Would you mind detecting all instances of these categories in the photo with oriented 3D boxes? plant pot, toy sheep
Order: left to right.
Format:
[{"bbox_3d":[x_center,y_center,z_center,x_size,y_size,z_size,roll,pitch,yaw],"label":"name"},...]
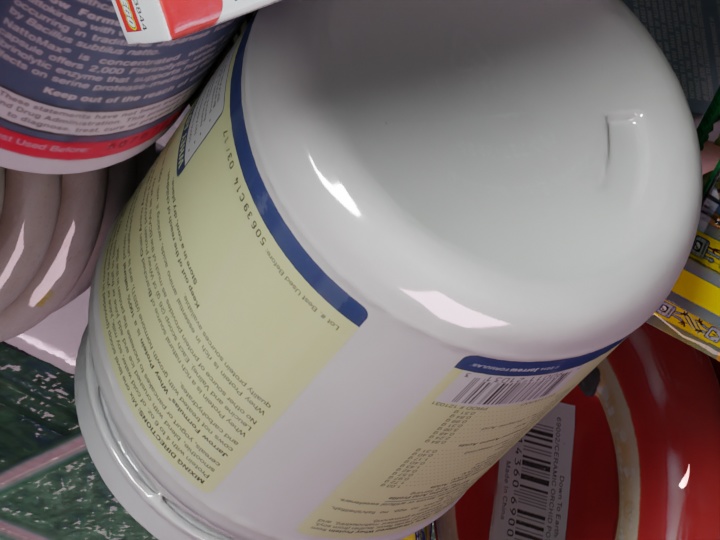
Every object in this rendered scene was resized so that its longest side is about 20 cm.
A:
[{"bbox_3d":[-0.136,-0.037,0.883,0.137,0.139,0.200,-23,-178,29],"label":"toy sheep"},{"bbox_3d":[0.142,0.090,1.037,0.181,0.202,0.200,4,151,-33],"label":"plant pot"}]

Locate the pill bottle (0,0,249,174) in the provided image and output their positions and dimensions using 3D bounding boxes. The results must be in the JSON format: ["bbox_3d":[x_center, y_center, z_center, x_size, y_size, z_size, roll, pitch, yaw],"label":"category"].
[{"bbox_3d":[-0.066,-0.126,0.746,0.119,0.120,0.200,10,148,-23],"label":"pill bottle"}]

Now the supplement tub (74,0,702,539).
[{"bbox_3d":[0.000,0.000,0.818,0.144,0.146,0.200,10,147,-23],"label":"supplement tub"}]

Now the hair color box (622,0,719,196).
[{"bbox_3d":[0.134,-0.050,0.959,0.199,0.061,0.099,8,148,-17],"label":"hair color box"}]

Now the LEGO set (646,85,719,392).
[{"bbox_3d":[0.175,-0.041,0.830,0.115,0.201,0.154,27,-177,0],"label":"LEGO set"}]

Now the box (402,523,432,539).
[{"bbox_3d":[-0.006,0.081,1.052,0.064,0.071,0.200,-8,-171,3],"label":"box"}]

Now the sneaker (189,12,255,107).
[{"bbox_3d":[-0.016,-0.068,0.902,0.089,0.068,0.201,-5,154,-8],"label":"sneaker"}]

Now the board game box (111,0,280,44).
[{"bbox_3d":[0.015,-0.148,0.644,0.199,0.127,0.035,-23,-168,-21],"label":"board game box"}]

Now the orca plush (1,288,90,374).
[{"bbox_3d":[-0.060,-0.002,1.046,0.199,0.071,0.106,-12,106,-5],"label":"orca plush"}]
